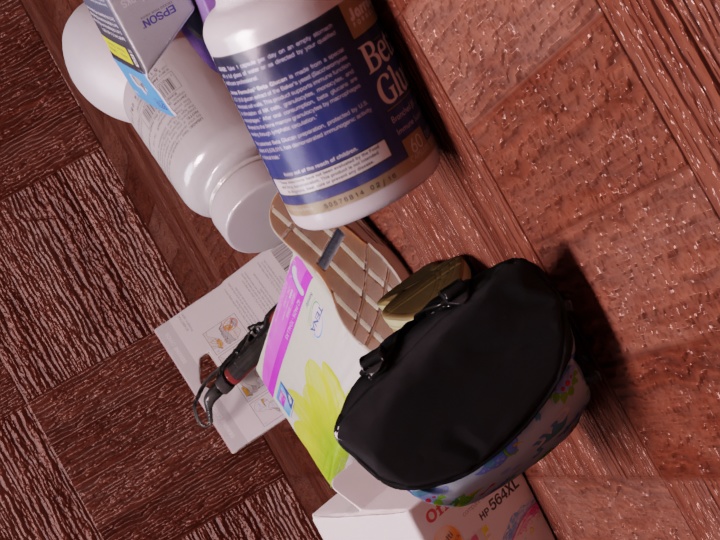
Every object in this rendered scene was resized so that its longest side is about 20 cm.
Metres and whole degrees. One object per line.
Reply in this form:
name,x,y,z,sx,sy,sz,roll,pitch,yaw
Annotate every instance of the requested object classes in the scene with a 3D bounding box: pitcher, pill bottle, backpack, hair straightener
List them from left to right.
pitcher,-0.210,-0.188,2.094,0.200,0.121,0.172,40,168,32
pill bottle,-0.128,-0.114,1.854,0.200,0.114,0.114,54,168,35
hair straightener,-0.092,0.072,1.945,0.041,0.200,0.077,42,167,-9
pill bottle,-0.035,-0.137,1.322,0.200,0.111,0.111,64,170,-17
backpack,0.071,0.077,1.285,0.154,0.163,0.200,47,178,-7

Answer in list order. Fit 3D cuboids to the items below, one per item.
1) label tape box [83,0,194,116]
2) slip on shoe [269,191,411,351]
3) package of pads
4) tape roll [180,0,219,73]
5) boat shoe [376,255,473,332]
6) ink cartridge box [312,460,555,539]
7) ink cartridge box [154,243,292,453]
label tape box,-0.185,-0.229,1.595,0.200,0.066,0.143,61,171,-18
slip on shoe,0.000,0.000,1.703,0.061,0.076,0.200,6,-148,-51
package of pads,-0.017,0.084,1.814,0.155,0.068,0.200,55,147,28
tape roll,-0.130,-0.259,1.600,0.200,0.066,0.200,57,170,16
boat shoe,0.056,0.035,1.476,0.063,0.073,0.201,54,174,-4
ink cartridge box,0.068,0.229,1.667,0.125,0.128,0.200,-11,111,49
ink cartridge box,-0.087,0.077,1.995,0.200,0.176,0.045,52,177,42
